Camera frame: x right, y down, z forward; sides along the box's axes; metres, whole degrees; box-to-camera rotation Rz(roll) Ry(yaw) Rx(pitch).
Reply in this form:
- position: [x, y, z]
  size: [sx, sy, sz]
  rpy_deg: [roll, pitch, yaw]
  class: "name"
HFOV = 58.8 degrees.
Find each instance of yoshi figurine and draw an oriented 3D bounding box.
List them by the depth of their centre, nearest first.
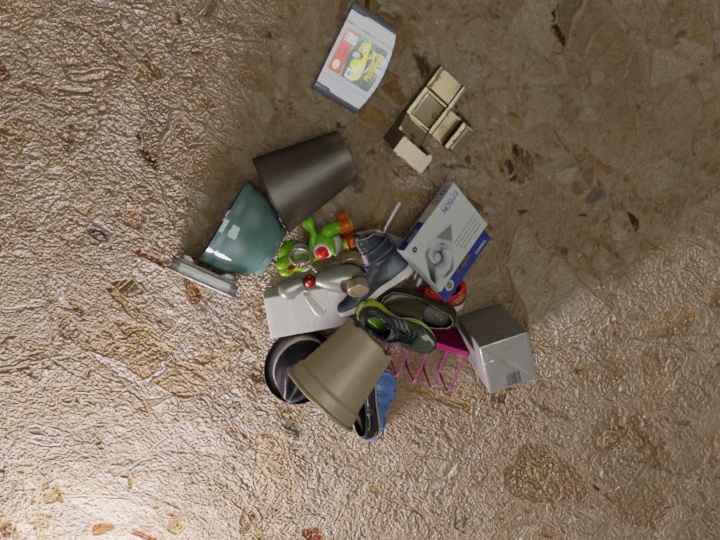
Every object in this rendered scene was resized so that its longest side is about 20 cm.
- position: [-0.111, -0.060, 1.474]
  size: [0.197, 0.112, 0.114]
  rpy_deg: [-28, 84, -10]
  class: "yoshi figurine"

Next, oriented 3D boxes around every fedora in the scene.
- position: [-0.146, 0.248, 1.549]
  size: [0.195, 0.092, 0.206]
  rpy_deg: [-2, 106, -6]
  class: "fedora"

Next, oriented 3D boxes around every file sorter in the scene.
- position: [0.140, 0.194, 1.546]
  size: [0.195, 0.139, 0.128]
  rpy_deg: [18, 106, -11]
  class: "file sorter"

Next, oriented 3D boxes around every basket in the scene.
- position: [-0.112, -0.209, 1.409]
  size: [0.196, 0.136, 0.184]
  rpy_deg: [-27, 100, -2]
  class: "basket"

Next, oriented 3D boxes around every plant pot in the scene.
- position: [-0.245, -0.074, 1.393]
  size: [0.133, 0.201, 0.202]
  rpy_deg: [33, 100, -15]
  class: "plant pot"
- position: [-0.033, 0.217, 1.420]
  size: [0.200, 0.200, 0.184]
  rpy_deg: [42, 87, -15]
  class: "plant pot"

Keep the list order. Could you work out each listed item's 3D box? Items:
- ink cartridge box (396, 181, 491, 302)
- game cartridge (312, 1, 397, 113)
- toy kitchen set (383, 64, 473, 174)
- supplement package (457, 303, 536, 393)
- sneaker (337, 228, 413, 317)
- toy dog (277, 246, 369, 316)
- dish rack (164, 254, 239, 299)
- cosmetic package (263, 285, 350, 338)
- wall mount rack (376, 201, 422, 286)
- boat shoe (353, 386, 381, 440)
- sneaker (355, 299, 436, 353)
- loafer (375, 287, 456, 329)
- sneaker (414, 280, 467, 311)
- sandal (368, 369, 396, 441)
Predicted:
- position: [0.204, -0.059, 1.453]
  size: [0.200, 0.040, 0.201]
  rpy_deg: [43, 78, -29]
  class: "ink cartridge box"
- position: [-0.005, -0.460, 1.399]
  size: [0.131, 0.041, 0.203]
  rpy_deg: [25, 101, -17]
  class: "game cartridge"
- position: [0.179, -0.305, 1.386]
  size: [0.162, 0.181, 0.201]
  rpy_deg: [36, 104, -15]
  class: "toy kitchen set"
- position: [0.324, 0.182, 1.528]
  size: [0.118, 0.200, 0.123]
  rpy_deg: [-17, 107, -1]
  class: "supplement package"
- position: [0.000, -0.001, 1.437]
  size: [0.201, 0.077, 0.147]
  rpy_deg: [-36, 109, 5]
  class: "sneaker"
- position: [-0.069, 0.031, 1.374]
  size: [0.194, 0.135, 0.097]
  rpy_deg: [5, 147, 14]
  class: "toy dog"
- position: [-0.343, 0.009, 1.416]
  size: [0.168, 0.200, 0.044]
  rpy_deg: [24, 84, -12]
  class: "dish rack"
- position: [-0.125, 0.086, 1.519]
  size: [0.194, 0.071, 0.104]
  rpy_deg: [-9, 106, -4]
  class: "cosmetic package"
- position: [0.109, -0.064, 1.502]
  size: [0.195, 0.075, 0.178]
  rpy_deg: [17, 102, -12]
  class: "wall mount rack"
- position: [-0.001, 0.310, 1.557]
  size: [0.071, 0.062, 0.205]
  rpy_deg: [-22, 75, 30]
  class: "boat shoe"
- position: [0.077, 0.137, 1.403]
  size: [0.196, 0.081, 0.075]
  rpy_deg: [23, 110, -6]
  class: "sneaker"
- position: [0.131, 0.090, 1.465]
  size: [0.194, 0.070, 0.077]
  rpy_deg: [10, 100, -4]
  class: "loafer"
- position: [0.163, 0.057, 1.531]
  size: [0.195, 0.078, 0.086]
  rpy_deg: [-11, 140, -13]
  class: "sneaker"
- position: [0.045, 0.347, 1.604]
  size: [0.077, 0.087, 0.205]
  rpy_deg: [11, 103, -7]
  class: "sandal"
